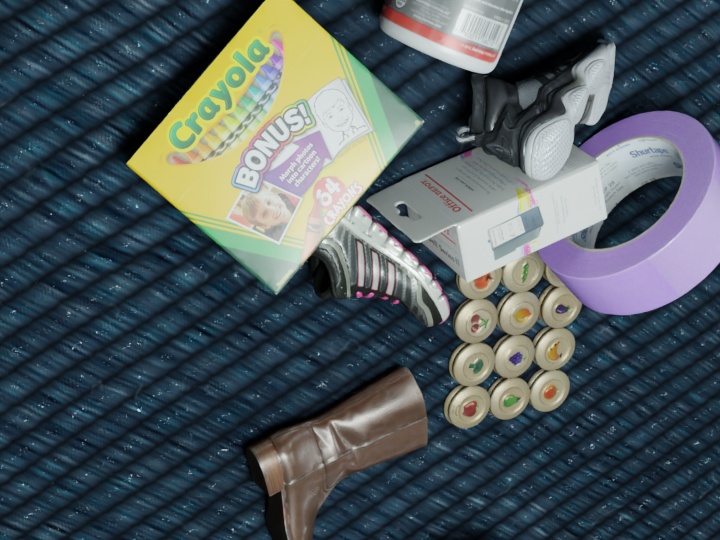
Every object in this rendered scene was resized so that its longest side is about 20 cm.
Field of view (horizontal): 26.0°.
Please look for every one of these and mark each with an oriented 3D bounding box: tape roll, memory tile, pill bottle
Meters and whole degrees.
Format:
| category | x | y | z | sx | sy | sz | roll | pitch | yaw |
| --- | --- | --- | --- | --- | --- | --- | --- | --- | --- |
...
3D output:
| category | x | y | z | sx | sy | sz | roll | pitch | yaw |
| --- | --- | --- | --- | --- | --- | --- | --- | --- | --- |
| tape roll | 0.269 | -0.057 | 1.512 | 0.200 | 0.200 | 0.066 | -46 | 124 | -1 |
| memory tile | 0.163 | 0.067 | 1.627 | 0.152 | 0.017 | 0.201 | -8 | 116 | -24 |
| pill bottle | 0.102 | -0.286 | 1.372 | 0.115 | 0.116 | 0.201 | 14 | 105 | -31 |

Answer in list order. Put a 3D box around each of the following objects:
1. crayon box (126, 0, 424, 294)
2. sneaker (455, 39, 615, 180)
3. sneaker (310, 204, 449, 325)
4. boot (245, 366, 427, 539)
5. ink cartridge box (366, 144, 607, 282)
| category | x | y | z | sx | sy | sz | roll | pitch | yaw |
| --- | --- | --- | --- | --- | --- | --- | --- | --- | --- |
| crayon box | -0.075 | -0.113 | 1.358 | 0.172 | 0.058 | 0.200 | 41 | 91 | -10 |
| sneaker | 0.166 | -0.169 | 1.484 | 0.200 | 0.113 | 0.076 | -52 | 152 | -40 |
| sneaker | 0.000 | 0.000 | 1.471 | 0.088 | 0.074 | 0.200 | -48 | 120 | 0 |
| boot | -0.004 | 0.208 | 1.586 | 0.199 | 0.064 | 0.187 | -26 | 124 | -20 |
| ink cartridge box | 0.119 | -0.060 | 1.484 | 0.199 | 0.117 | 0.068 | -23 | 123 | -16 |
